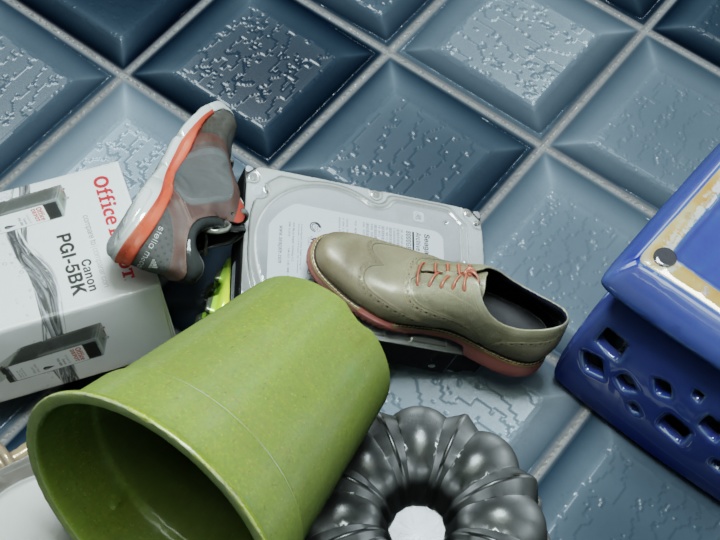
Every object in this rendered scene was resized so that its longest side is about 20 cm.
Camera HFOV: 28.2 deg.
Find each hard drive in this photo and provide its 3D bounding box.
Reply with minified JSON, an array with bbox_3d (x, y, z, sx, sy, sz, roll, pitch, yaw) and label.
[{"bbox_3d":[0.000,0.000,1.108,0.200,0.038,0.140,12,57,-17],"label":"hard drive"}]

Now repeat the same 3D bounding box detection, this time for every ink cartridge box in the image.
[{"bbox_3d":[-0.256,0.013,1.091,0.200,0.083,0.147,-17,50,-11],"label":"ink cartridge box"}]

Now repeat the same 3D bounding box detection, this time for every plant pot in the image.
[{"bbox_3d":[-0.079,0.103,0.940,0.200,0.200,0.190,31,50,16],"label":"plant pot"},{"bbox_3d":[0.284,0.031,1.048,0.200,0.180,0.200,36,65,20],"label":"plant pot"}]

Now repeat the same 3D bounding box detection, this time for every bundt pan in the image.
[{"bbox_3d":[0.040,0.182,1.012,0.202,0.076,0.202,0,60,-1],"label":"bundt pan"}]

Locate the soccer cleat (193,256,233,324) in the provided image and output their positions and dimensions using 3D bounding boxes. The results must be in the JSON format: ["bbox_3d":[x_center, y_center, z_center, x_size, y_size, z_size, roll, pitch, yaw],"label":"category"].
[{"bbox_3d":[-0.085,0.083,1.083,0.084,0.065,0.200,7,58,-14],"label":"soccer cleat"}]

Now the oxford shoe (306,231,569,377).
[{"bbox_3d":[0.060,0.010,1.057,0.200,0.075,0.070,20,54,-11],"label":"oxford shoe"}]

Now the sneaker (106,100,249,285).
[{"bbox_3d":[-0.122,-0.051,1.076,0.082,0.077,0.200,32,39,-7],"label":"sneaker"}]

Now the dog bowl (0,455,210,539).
[{"bbox_3d":[-0.203,0.211,0.986,0.200,0.059,0.200,4,61,-7],"label":"dog bowl"}]

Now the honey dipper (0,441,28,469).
[{"bbox_3d":[-0.214,0.113,1.071,0.200,0.038,0.038,-32,64,-21],"label":"honey dipper"}]
